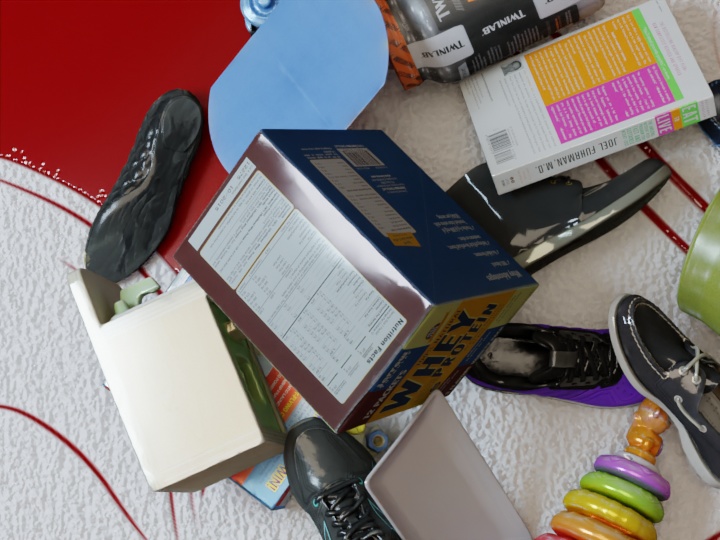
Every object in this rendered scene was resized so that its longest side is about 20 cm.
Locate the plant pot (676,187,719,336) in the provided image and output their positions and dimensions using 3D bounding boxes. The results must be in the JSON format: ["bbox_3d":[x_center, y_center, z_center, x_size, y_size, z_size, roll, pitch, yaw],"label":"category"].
[{"bbox_3d":[0.376,0.011,1.288,0.192,0.200,0.201,24,86,22],"label":"plant pot"}]

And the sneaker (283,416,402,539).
[{"bbox_3d":[0.002,0.210,1.274,0.075,0.079,0.201,-29,89,-8],"label":"sneaker"}]

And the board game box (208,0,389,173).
[{"bbox_3d":[-0.045,-0.158,1.355,0.200,0.039,0.158,-49,53,15],"label":"board game box"}]

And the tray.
[{"bbox_3d":[0.073,0.204,1.303,0.022,0.200,0.107,6,48,47],"label":"tray"}]

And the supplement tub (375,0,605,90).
[{"bbox_3d":[0.108,-0.248,1.386,0.199,0.123,0.123,-26,79,3],"label":"supplement tub"}]

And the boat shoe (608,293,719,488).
[{"bbox_3d":[0.282,0.100,1.304,0.074,0.060,0.201,-40,103,-37],"label":"boat shoe"}]

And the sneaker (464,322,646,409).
[{"bbox_3d":[0.181,0.081,1.337,0.199,0.100,0.070,1,82,5],"label":"sneaker"}]

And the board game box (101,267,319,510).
[{"bbox_3d":[-0.096,0.079,1.401,0.195,0.056,0.200,35,88,11],"label":"board game box"}]

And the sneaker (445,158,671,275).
[{"bbox_3d":[0.170,-0.071,1.376,0.199,0.075,0.107,-29,79,4],"label":"sneaker"}]

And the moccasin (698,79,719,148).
[{"bbox_3d":[0.387,-0.113,1.354,0.199,0.068,0.081,30,87,11],"label":"moccasin"}]

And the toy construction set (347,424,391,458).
[{"bbox_3d":[-0.018,0.234,1.348,0.131,0.092,0.200,38,93,-3],"label":"toy construction set"}]

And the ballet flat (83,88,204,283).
[{"bbox_3d":[-0.200,-0.076,1.450,0.066,0.057,0.201,27,91,-17],"label":"ballet flat"}]

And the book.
[{"bbox_3d":[0.197,-0.153,1.365,0.199,0.048,0.134,-19,46,6],"label":"book"}]

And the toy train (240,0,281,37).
[{"bbox_3d":[-0.042,-0.285,1.433,0.114,0.087,0.201,12,86,1],"label":"toy train"}]

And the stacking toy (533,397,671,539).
[{"bbox_3d":[0.222,0.197,1.323,0.109,0.116,0.201,24,76,12],"label":"stacking toy"}]

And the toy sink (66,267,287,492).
[{"bbox_3d":[-0.148,0.076,1.315,0.112,0.130,0.201,-25,78,4],"label":"toy sink"}]

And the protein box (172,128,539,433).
[{"bbox_3d":[0.000,0.000,1.250,0.200,0.198,0.135,46,114,18],"label":"protein box"}]
